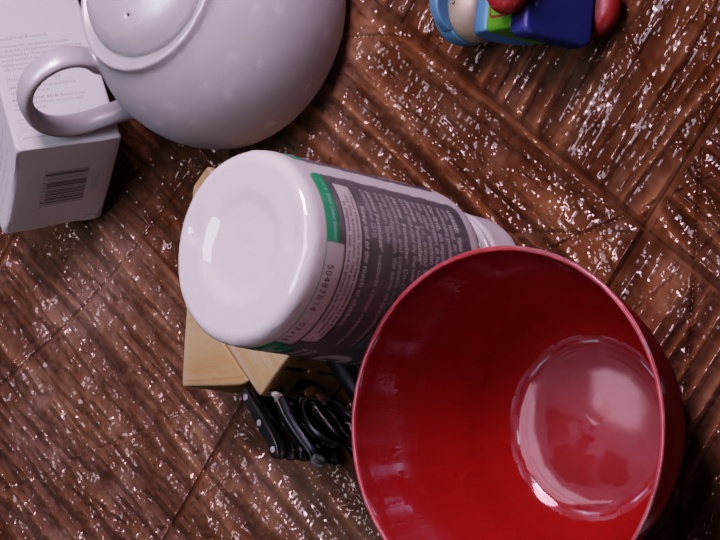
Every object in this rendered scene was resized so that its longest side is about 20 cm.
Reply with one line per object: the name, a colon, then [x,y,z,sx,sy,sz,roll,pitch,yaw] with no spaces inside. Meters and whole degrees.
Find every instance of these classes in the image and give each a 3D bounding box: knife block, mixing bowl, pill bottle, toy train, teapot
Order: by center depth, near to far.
mixing bowl: [0.105,0.088,1.218,0.200,0.108,0.200,-2,87,34]
pill bottle: [0.000,0.000,1.280,0.113,0.200,0.113,-10,75,42]
toy train: [0.100,-0.233,1.320,0.116,0.085,0.200,-1,81,57]
knife block: [-0.033,0.029,1.402,0.176,0.064,0.200,-5,78,42]
teapot: [-0.120,-0.179,1.456,0.197,0.146,0.200,8,85,40]

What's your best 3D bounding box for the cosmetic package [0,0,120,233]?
cosmetic package: [-0.244,-0.144,1.596,0.113,0.081,0.200,113,141,-54]
